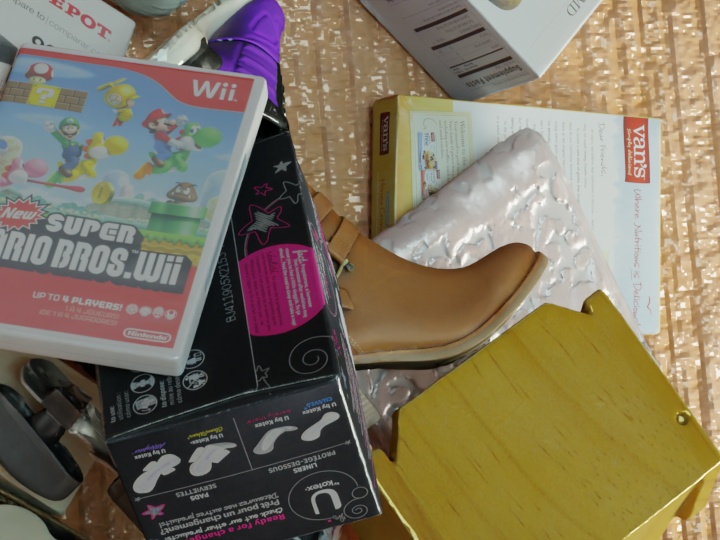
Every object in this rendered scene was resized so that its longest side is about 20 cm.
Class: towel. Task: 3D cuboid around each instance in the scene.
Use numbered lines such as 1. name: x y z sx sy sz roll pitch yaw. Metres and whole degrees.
1. towel: 0.078 0.042 1.767 0.200 0.032 0.192 -37 106 -21

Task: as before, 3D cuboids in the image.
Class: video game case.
1. video game case: -0.140 -0.036 1.509 0.142 0.018 0.201 8 51 8

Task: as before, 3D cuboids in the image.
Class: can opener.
1. can opener: -0.130 0.132 1.588 0.067 0.053 0.200 -43 89 13

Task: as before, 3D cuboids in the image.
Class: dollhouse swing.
1. dollhouse swing: 0.089 0.149 1.735 0.200 0.176 0.182 -35 87 -26

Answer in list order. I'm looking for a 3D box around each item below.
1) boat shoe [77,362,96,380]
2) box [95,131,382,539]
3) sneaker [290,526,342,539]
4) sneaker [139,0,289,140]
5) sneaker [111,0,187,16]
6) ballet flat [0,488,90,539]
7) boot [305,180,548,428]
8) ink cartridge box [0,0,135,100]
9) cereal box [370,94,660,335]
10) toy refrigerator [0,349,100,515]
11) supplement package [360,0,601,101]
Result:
1. boat shoe: -0.120 0.041 1.689 0.200 0.074 0.066 53 42 -8
2. box: -0.073 0.044 1.533 0.131 0.201 0.115 -15 132 3
3. sneaker: -0.040 0.177 1.665 0.078 0.140 0.201 37 70 -19
4. sneaker: -0.077 -0.102 1.675 0.100 0.069 0.200 51 23 -4
5. sneaker: -0.175 -0.233 1.699 0.200 0.072 0.073 43 33 -9
6. ballet flat: -0.158 0.175 1.589 0.199 0.072 0.068 32 70 14
7. boot: 0.000 0.000 1.684 0.200 0.077 0.156 -36 89 -12
8. ink cartridge box: -0.226 -0.089 1.598 0.145 0.084 0.201 32 48 -20
9. cereal box: 0.102 -0.033 1.820 0.199 0.039 0.145 4 84 -27
10. toy refrigerator: -0.242 0.056 1.622 0.200 0.070 0.076 35 73 -17
11. supplement package: 0.052 -0.219 1.779 0.200 0.109 0.114 45 67 -15
